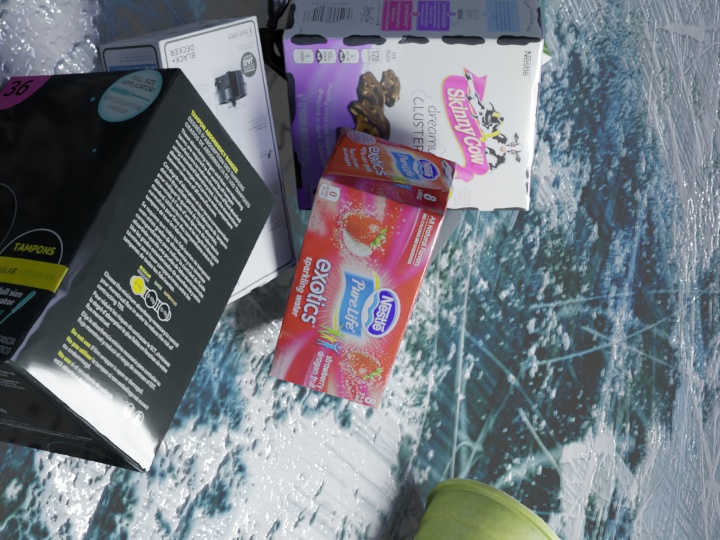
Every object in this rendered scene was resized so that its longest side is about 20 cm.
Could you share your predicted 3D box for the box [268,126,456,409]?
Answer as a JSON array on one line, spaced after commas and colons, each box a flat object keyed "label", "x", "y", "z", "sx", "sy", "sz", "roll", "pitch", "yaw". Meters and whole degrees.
[{"label": "box", "x": 0.000, "y": 0.000, "z": 0.885, "sx": 0.096, "sy": 0.099, "sz": 0.200, "roll": -73, "pitch": 180, "yaw": -57}]

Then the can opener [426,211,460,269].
[{"label": "can opener", "x": 0.040, "y": -0.018, "z": 1.081, "sx": 0.200, "sy": 0.052, "sz": 0.067, "roll": -47, "pitch": 130, "yaw": -45}]

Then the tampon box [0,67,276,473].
[{"label": "tampon box", "x": -0.172, "y": -0.006, "z": 0.657, "sx": 0.126, "sy": 0.149, "sz": 0.200, "roll": 55, "pitch": 49, "yaw": -45}]

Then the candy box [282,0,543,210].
[{"label": "candy box", "x": 0.044, "y": -0.134, "z": 0.896, "sx": 0.072, "sy": 0.199, "sz": 0.168, "roll": -85, "pitch": 174, "yaw": -49}]

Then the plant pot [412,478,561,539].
[{"label": "plant pot", "x": 0.095, "y": 0.346, "z": 1.101, "sx": 0.184, "sy": 0.200, "sz": 0.201, "roll": -41, "pitch": 127, "yaw": -34}]

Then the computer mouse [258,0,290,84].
[{"label": "computer mouse", "x": -0.036, "y": -0.246, "z": 0.950, "sx": 0.140, "sy": 0.046, "sz": 0.201, "roll": 35, "pitch": 76, "yaw": -58}]

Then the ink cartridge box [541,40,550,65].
[{"label": "ink cartridge box", "x": 0.058, "y": -0.167, "z": 0.979, "sx": 0.104, "sy": 0.200, "sz": 0.059, "roll": 14, "pitch": 47, "yaw": -47}]

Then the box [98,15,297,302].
[{"label": "box", "x": -0.117, "y": -0.080, "z": 0.820, "sx": 0.117, "sy": 0.060, "sz": 0.201, "roll": -34, "pitch": 121, "yaw": -51}]

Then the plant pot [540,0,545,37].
[{"label": "plant pot", "x": 0.114, "y": -0.275, "z": 1.100, "sx": 0.200, "sy": 0.141, "sz": 0.142, "roll": -36, "pitch": 123, "yaw": -59}]
